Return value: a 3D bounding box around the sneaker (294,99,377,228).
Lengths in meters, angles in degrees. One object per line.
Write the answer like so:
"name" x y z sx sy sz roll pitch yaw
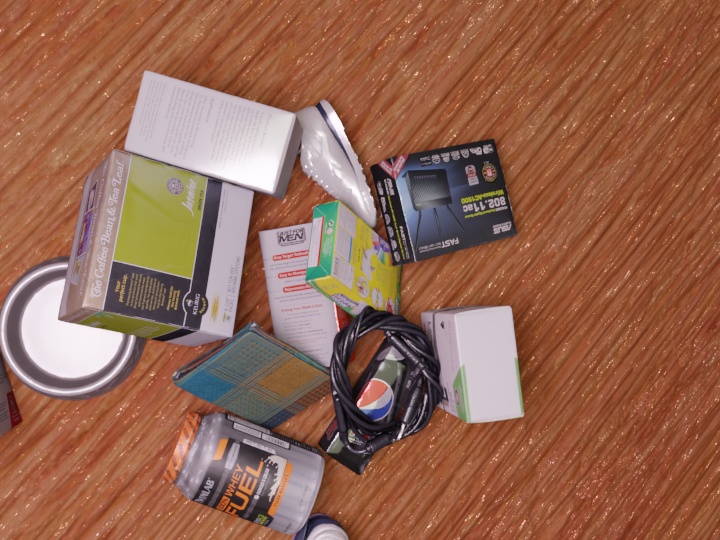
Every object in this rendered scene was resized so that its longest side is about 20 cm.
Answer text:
"sneaker" -0.039 -0.144 1.192 0.080 0.076 0.201 -27 87 -3

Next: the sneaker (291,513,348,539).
"sneaker" -0.079 0.434 1.113 0.080 0.146 0.201 28 82 -10

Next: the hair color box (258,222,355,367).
"hair color box" -0.075 0.036 1.156 0.101 0.061 0.202 -8 90 16

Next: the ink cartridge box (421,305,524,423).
"ink cartridge box" 0.152 0.125 1.152 0.084 0.200 0.148 -7 88 -9

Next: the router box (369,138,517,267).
"router box" 0.123 -0.101 1.198 0.199 0.062 0.151 -15 92 -30

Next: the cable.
"cable" 0.035 0.144 1.112 0.162 0.051 0.202 -13 102 -17

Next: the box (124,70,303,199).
"box" -0.188 -0.175 1.092 0.198 0.152 0.107 16 92 -1

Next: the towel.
"towel" -0.133 0.146 1.093 0.146 0.022 0.200 -33 138 19

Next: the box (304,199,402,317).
"box" 0.000 0.000 1.142 0.200 0.048 0.118 38 50 -48

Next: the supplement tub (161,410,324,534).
"supplement tub" -0.159 0.270 1.115 0.199 0.122 0.123 22 83 -10

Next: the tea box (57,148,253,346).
"tea box" -0.263 -0.021 1.059 0.196 0.133 0.202 16 72 -30

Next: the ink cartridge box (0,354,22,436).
"ink cartridge box" -0.509 0.118 1.033 0.083 0.144 0.202 -17 91 -12

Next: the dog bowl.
"dog bowl" -0.390 0.078 1.106 0.198 0.059 0.202 0 88 -12

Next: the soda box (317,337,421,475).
"soda box" 0.021 0.188 1.184 0.063 0.071 0.201 34 82 -10
